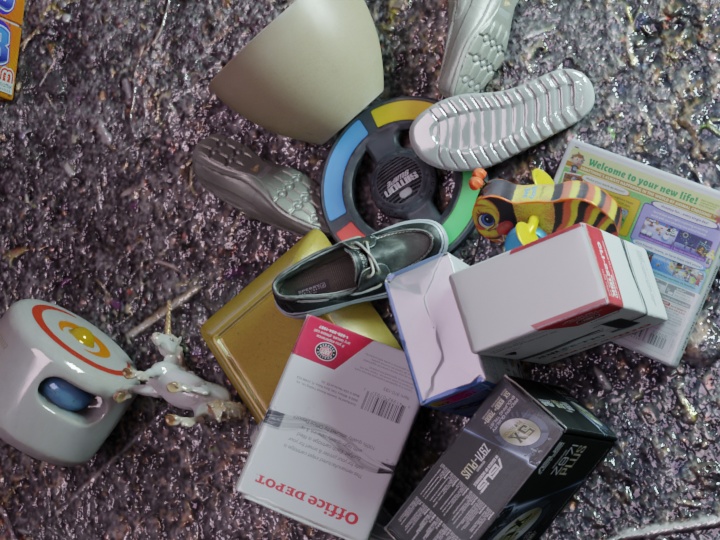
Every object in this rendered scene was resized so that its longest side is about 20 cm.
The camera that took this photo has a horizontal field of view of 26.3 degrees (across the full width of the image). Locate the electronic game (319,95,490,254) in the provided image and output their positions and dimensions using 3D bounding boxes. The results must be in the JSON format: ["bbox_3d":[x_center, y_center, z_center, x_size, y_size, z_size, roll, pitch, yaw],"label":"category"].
[{"bbox_3d":[0.048,-0.096,1.702,0.199,0.042,0.201,-5,76,21],"label":"electronic game"}]

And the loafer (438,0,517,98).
[{"bbox_3d":[0.127,-0.279,1.681,0.070,0.070,0.201,19,84,38],"label":"loafer"}]

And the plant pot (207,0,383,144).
[{"bbox_3d":[-0.052,-0.220,1.717,0.200,0.200,0.135,-39,95,16],"label":"plant pot"}]

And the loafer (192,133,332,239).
[{"bbox_3d":[-0.108,-0.087,1.782,0.200,0.070,0.070,33,53,19],"label":"loafer"}]

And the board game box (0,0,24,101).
[{"bbox_3d":[-0.576,-0.337,1.983,0.199,0.200,0.201,3,84,27],"label":"board game box"}]

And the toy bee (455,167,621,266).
[{"bbox_3d":[0.158,-0.056,1.573,0.199,0.109,0.131,-24,27,6],"label":"toy bee"}]

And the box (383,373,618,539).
[{"bbox_3d":[0.144,0.211,1.539,0.086,0.164,0.200,42,101,27],"label":"box"}]

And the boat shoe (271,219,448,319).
[{"bbox_3d":[0.000,0.000,1.638,0.199,0.071,0.072,-25,76,3],"label":"boat shoe"}]

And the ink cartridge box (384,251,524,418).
[{"bbox_3d":[0.106,0.073,1.563,0.076,0.200,0.137,-21,73,18],"label":"ink cartridge box"}]

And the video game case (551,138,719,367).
[{"bbox_3d":[0.271,-0.020,1.593,0.200,0.022,0.183,24,93,29],"label":"video game case"}]

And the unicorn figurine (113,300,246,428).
[{"bbox_3d":[-0.211,0.126,1.755,0.200,0.137,0.074,39,112,24],"label":"unicorn figurine"}]

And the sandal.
[{"bbox_3d":[0.153,-0.156,1.652,0.202,0.050,0.083,-15,89,4],"label":"sandal"}]

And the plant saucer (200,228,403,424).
[{"bbox_3d":[-0.074,0.089,1.715,0.200,0.048,0.200,-40,75,22],"label":"plant saucer"}]

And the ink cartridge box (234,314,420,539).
[{"bbox_3d":[-0.025,0.168,1.596,0.145,0.083,0.201,22,78,4],"label":"ink cartridge box"}]

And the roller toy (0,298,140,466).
[{"bbox_3d":[-0.356,0.125,1.805,0.182,0.200,0.140,39,99,15],"label":"roller toy"}]

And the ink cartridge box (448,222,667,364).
[{"bbox_3d":[0.196,0.027,1.499,0.144,0.200,0.084,-22,75,23],"label":"ink cartridge box"}]

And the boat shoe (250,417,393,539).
[{"bbox_3d":[-0.027,0.219,1.655,0.201,0.070,0.072,41,108,7],"label":"boat shoe"}]
